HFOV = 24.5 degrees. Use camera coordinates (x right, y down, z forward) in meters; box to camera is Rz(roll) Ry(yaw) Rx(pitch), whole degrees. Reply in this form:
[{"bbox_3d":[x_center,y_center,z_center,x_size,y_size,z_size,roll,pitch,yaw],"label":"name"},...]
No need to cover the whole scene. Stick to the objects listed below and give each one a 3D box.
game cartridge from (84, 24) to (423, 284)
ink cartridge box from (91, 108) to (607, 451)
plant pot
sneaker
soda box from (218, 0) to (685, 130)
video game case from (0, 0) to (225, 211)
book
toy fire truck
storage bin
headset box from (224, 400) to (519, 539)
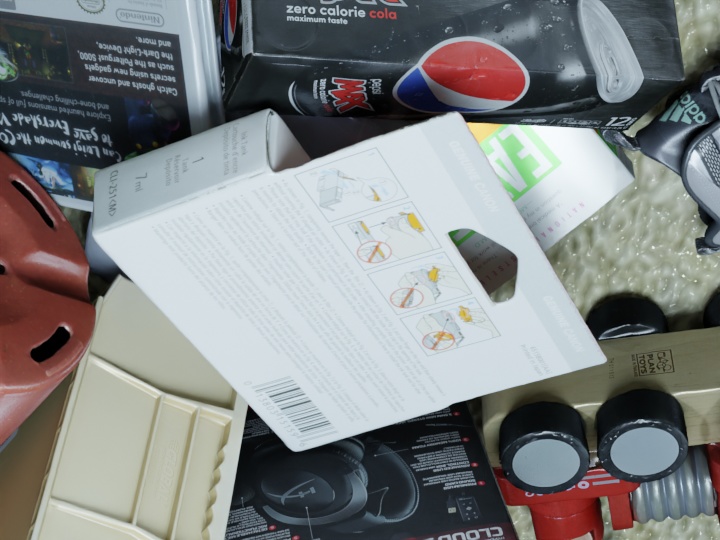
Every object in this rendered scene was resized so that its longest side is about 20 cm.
[{"bbox_3d":[-0.059,-0.036,0.824,0.133,0.041,0.200,38,132,-1],"label":"game cartridge"},{"bbox_3d":[0.000,0.000,0.768,0.173,0.044,0.200,-18,139,17],"label":"ink cartridge box"},{"bbox_3d":[-0.244,0.039,0.803,0.201,0.201,0.195,41,123,-17],"label":"plant pot"},{"bbox_3d":[0.182,-0.090,0.791,0.140,0.078,0.200,-9,117,8],"label":"sneaker"},{"bbox_3d":[0.040,-0.108,0.740,0.199,0.071,0.063,1,162,-16],"label":"soda box"},{"bbox_3d":[-0.154,-0.116,0.787,0.200,0.023,0.182,11,122,27],"label":"video game case"},{"bbox_3d":[0.024,-0.084,0.828,0.134,0.048,0.200,-38,107,20],"label":"book"},{"bbox_3d":[0.164,0.129,0.897,0.176,0.129,0.200,-8,129,7],"label":"toy fire truck"},{"bbox_3d":[-0.154,0.137,0.847,0.094,0.199,0.200,29,132,-20],"label":"storage bin"},{"bbox_3d":[-0.002,0.136,0.844,0.148,0.200,0.077,-11,119,-4],"label":"headset box"}]
